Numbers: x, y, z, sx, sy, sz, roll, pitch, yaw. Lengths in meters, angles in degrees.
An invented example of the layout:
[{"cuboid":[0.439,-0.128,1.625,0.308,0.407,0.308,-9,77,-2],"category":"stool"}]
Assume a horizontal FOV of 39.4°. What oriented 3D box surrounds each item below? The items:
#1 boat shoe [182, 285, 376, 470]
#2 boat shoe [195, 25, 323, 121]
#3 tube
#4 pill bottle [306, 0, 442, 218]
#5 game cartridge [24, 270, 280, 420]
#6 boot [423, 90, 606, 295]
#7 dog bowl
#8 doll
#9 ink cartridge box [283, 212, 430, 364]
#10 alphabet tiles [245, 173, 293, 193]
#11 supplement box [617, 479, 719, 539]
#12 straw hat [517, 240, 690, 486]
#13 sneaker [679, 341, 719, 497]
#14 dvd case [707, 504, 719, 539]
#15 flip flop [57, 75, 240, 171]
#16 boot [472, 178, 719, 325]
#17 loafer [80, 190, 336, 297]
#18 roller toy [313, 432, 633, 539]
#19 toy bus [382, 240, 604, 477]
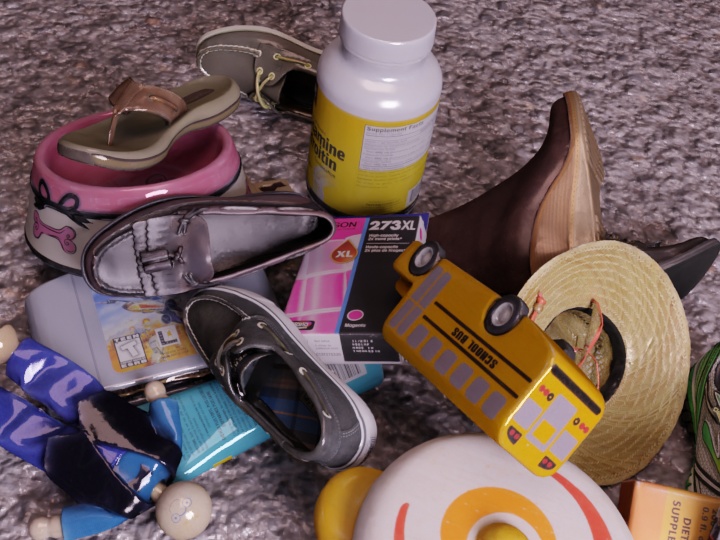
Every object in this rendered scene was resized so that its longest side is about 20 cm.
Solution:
[{"cuboid":[-0.069,0.068,0.715,0.199,0.069,0.056,36,10,34],"category":"boat shoe"},{"cuboid":[-0.075,-0.193,1.018,0.200,0.072,0.061,14,42,-1],"category":"boat shoe"},{"cuboid":[-0.079,0.102,0.772,0.198,0.051,0.078,-21,50,-19],"category":"tube"},{"cuboid":[0.012,-0.143,0.898,0.111,0.201,0.113,4,47,-5],"category":"pill bottle"},{"cuboid":[-0.165,0.041,0.819,0.198,0.042,0.134,-13,56,-19],"category":"game cartridge"},{"cuboid":[0.125,-0.064,0.876,0.165,0.072,0.201,-13,50,24],"category":"boot"},{"cuboid":[-0.189,-0.074,0.857,0.198,0.074,0.201,1,32,-1],"category":"dog bowl"},{"cuboid":[-0.191,0.127,0.709,0.199,0.049,0.137,31,68,6],"category":"doll"},{"cuboid":[0.000,0.000,0.825,0.094,0.037,0.201,-2,35,13],"category":"ink cartridge box"},{"cuboid":[-0.147,-0.044,0.885,0.198,0.006,0.167,-10,33,-17],"category":"alphabet tiles"},{"cuboid":[0.272,0.193,0.670,0.198,0.069,0.067,11,78,7],"category":"supplement box"},{"cuboid":[0.162,0.069,0.803,0.200,0.203,0.085,-25,13,-28],"category":"straw hat"},{"cuboid":[0.289,0.137,0.764,0.077,0.086,0.201,4,51,-5],"category":"sneaker"},{"cuboid":[0.271,0.235,0.623,0.145,0.202,0.022,18,5,8],"category":"dvd case"},{"cuboid":[-0.172,-0.134,0.828,0.081,0.058,0.200,19,36,27],"category":"flip flop"},{"cuboid":[0.206,-0.037,0.917,0.198,0.070,0.175,-19,53,-16],"category":"boot"},{"cuboid":[-0.111,-0.024,0.769,0.198,0.073,0.063,-15,14,-28],"category":"loafer"},{"cuboid":[0.078,0.202,0.638,0.181,0.140,0.201,-14,51,-21],"category":"roller toy"},{"cuboid":[0.078,0.050,0.675,0.078,0.065,0.200,-50,32,0],"category":"toy bus"}]
